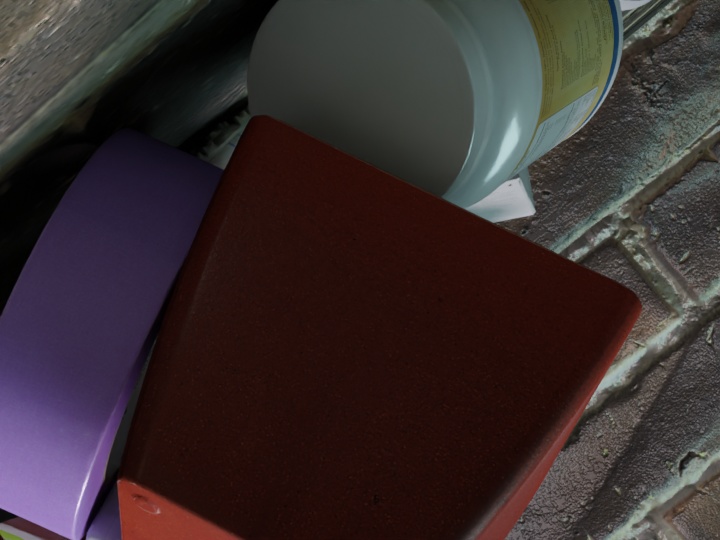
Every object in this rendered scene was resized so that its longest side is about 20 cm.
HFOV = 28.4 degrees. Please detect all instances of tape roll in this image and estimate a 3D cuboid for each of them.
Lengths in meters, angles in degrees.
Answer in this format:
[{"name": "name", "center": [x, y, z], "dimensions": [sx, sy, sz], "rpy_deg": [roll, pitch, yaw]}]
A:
[{"name": "tape roll", "center": [-0.129, 0.032, 0.723], "dimensions": [0.200, 0.066, 0.200], "rpy_deg": [24, 90, -89]}]

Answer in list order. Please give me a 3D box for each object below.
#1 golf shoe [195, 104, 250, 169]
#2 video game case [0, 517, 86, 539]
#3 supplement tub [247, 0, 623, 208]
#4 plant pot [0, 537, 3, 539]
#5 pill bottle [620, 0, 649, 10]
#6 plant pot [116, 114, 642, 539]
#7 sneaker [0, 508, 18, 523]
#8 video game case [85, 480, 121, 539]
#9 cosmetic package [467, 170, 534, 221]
[{"name": "golf shoe", "center": [-0.037, -0.065, 0.894], "dimensions": [0.200, 0.097, 0.078], "rpy_deg": [-37, 177, -26]}, {"name": "video game case", "center": [-0.169, 0.170, 1.076], "dimensions": [0.200, 0.181, 0.046], "rpy_deg": [-38, 136, -53]}, {"name": "supplement tub", "center": [0.043, -0.111, 0.749], "dimensions": [0.145, 0.145, 0.200], "rpy_deg": [-42, 176, 34]}, {"name": "plant pot", "center": [-0.297, 0.241, 0.885], "dimensions": [0.200, 0.200, 0.176], "rpy_deg": [-40, 170, 8]}, {"name": "pill bottle", "center": [0.159, -0.223, 0.829], "dimensions": [0.111, 0.111, 0.200], "rpy_deg": [-37, 176, -38]}, {"name": "plant pot", "center": [-0.011, 0.084, 0.678], "dimensions": [0.176, 0.200, 0.200], "rpy_deg": [-60, 171, -30]}, {"name": "sneaker", "center": [-0.211, 0.097, 0.845], "dimensions": [0.067, 0.108, 0.201], "rpy_deg": [-57, 157, 15]}, {"name": "video game case", "center": [-0.123, 0.145, 0.834], "dimensions": [0.200, 0.023, 0.182], "rpy_deg": [-66, 175, -52]}, {"name": "cosmetic package", "center": [0.016, -0.055, 0.998], "dimensions": [0.200, 0.051, 0.083], "rpy_deg": [-11, 165, 11]}]
